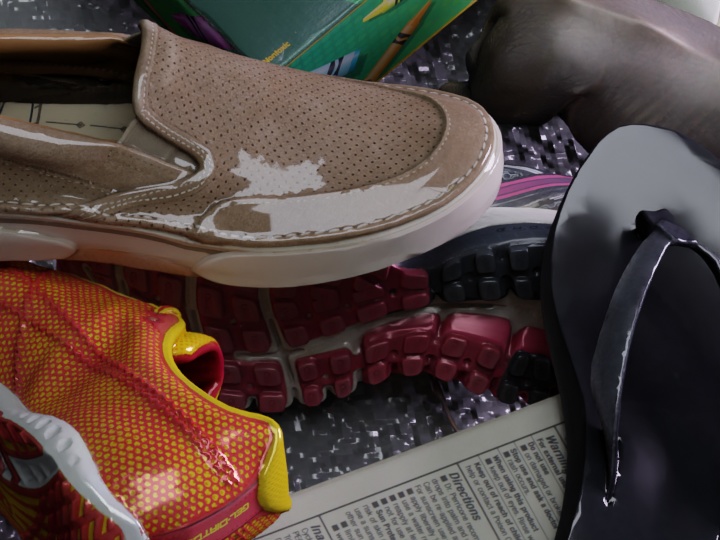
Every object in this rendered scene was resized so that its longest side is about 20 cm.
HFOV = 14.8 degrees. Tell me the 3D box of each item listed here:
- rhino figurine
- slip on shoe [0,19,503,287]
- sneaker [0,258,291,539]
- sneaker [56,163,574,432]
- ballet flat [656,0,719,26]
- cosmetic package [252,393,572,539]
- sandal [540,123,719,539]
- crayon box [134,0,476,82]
[{"bbox_3d":[0.126,-0.046,0.941,0.200,0.087,0.060,19,57,-2],"label":"rhino figurine"},{"bbox_3d":[-0.057,-0.042,0.817,0.200,0.061,0.076,2,41,0],"label":"slip on shoe"},{"bbox_3d":[-0.086,0.035,0.820,0.077,0.073,0.200,-22,37,-24],"label":"sneaker"},{"bbox_3d":[0.000,0.000,0.898,0.200,0.081,0.075,7,29,-10],"label":"sneaker"},{"bbox_3d":[0.144,-0.097,0.992,0.200,0.068,0.067,15,64,-3],"label":"ballet flat"},{"bbox_3d":[0.036,0.108,0.835,0.200,0.071,0.105,-17,65,-22],"label":"cosmetic package"},{"bbox_3d":[0.092,0.044,0.814,0.076,0.043,0.200,10,61,-10],"label":"sandal"},{"bbox_3d":[0.008,-0.149,0.952,0.200,0.058,0.119,-40,67,-12],"label":"crayon box"}]
